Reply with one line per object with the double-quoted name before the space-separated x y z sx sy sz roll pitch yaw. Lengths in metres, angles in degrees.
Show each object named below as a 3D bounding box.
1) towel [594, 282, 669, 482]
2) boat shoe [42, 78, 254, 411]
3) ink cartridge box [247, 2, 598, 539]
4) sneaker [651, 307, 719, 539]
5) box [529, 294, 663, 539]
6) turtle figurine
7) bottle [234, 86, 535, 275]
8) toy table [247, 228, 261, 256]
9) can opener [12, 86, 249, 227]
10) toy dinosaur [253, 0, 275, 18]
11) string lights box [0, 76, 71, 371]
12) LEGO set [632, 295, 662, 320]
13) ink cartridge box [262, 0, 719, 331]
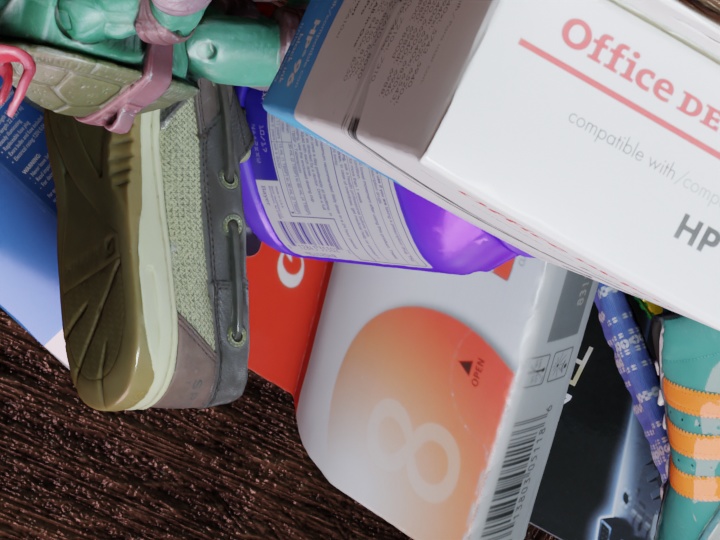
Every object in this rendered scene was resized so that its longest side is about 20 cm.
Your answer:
"towel" 0.106 0.029 1.126 0.145 0.024 0.201 34 -146 -82
"boat shoe" -0.073 -0.045 1.005 0.066 0.202 0.072 11 159 -37
"ink cartridge box" 0.000 0.000 1.104 0.199 0.163 0.050 29 -154 31
"sneaker" 0.136 0.043 0.950 0.071 0.201 0.080 -22 -122 -32
"box" 0.159 0.068 1.290 0.199 0.165 0.086 28 180 26
"turtle figurine" -0.076 -0.096 0.907 0.199 0.101 0.150 15 -162 -37
"bottle" 0.031 -0.041 0.986 0.065 0.084 0.199 -28 -160 -35
"toy table" -0.130 -0.069 1.236 0.200 0.184 0.117 43 174 -14
"can opener" -0.119 -0.060 1.057 0.199 0.067 0.053 31 173 -20
"toy dinosaur" -0.106 -0.120 1.107 0.102 0.077 0.200 42 169 -26
"string lights box" -0.148 -0.060 1.108 0.200 0.059 0.103 43 -144 -8
"LEGO set" 0.208 0.043 1.063 0.200 0.116 0.154 41 -156 -20
"ink cartridge box" 0.058 -0.041 0.780 0.115 0.068 0.200 27 179 -19
